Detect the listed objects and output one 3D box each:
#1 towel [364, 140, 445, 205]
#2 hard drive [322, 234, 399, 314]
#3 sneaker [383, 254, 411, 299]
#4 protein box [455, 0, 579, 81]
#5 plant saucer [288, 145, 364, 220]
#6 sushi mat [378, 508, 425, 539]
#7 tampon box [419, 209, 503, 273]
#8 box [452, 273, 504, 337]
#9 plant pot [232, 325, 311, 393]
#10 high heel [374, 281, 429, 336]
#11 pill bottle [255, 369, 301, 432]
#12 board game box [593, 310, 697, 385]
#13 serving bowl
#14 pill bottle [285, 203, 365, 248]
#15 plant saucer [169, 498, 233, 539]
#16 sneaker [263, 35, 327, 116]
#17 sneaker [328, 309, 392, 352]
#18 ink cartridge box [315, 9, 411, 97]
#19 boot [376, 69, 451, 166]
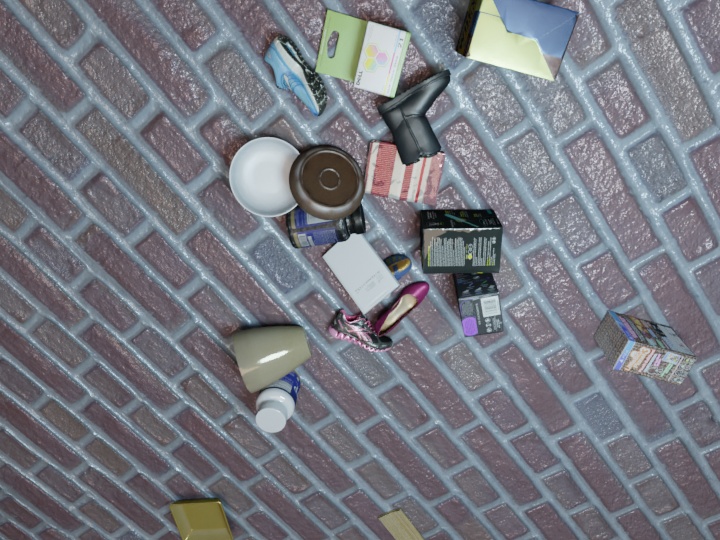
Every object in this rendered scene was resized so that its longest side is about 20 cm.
[{"bbox_3d":[0.113,-0.254,1.394,0.198,0.023,0.145,10,116,0],"label":"towel"},{"bbox_3d":[0.000,0.000,1.468,0.132,0.027,0.201,-41,79,20],"label":"hard drive"},{"bbox_3d":[0.071,0.031,1.512,0.199,0.076,0.088,-31,123,22],"label":"sneaker"},{"bbox_3d":[0.329,-0.514,1.158,0.197,0.200,0.136,14,116,-3],"label":"protein box"},{"bbox_3d":[-0.080,-0.227,1.346,0.198,0.032,0.202,3,78,-16],"label":"plant saucer"},{"bbox_3d":[0.154,0.955,1.963,0.095,0.012,0.201,-28,110,16],"label":"sushi mat"},{"bbox_3d":[0.257,-0.077,1.396,0.198,0.150,0.127,0,115,4],"label":"tampon box"},{"bbox_3d":[0.312,0.073,1.435,0.105,0.200,0.123,-10,115,8],"label":"box"},{"bbox_3d":[-0.251,0.241,1.577,0.198,0.188,0.189,-17,114,-3],"label":"plant pot"},{"bbox_3d":[0.122,0.115,1.524,0.067,0.096,0.200,40,111,-14],"label":"high heel"},{"bbox_3d":[-0.253,0.389,1.620,0.118,0.200,0.121,2,116,3],"label":"pill bottle"},{"bbox_3d":[0.791,0.214,1.493,0.198,0.160,0.098,15,116,-2],"label":"board game box"},{"bbox_3d":[-0.237,-0.242,1.385,0.198,0.066,0.202,-2,100,-8],"label":"serving bowl"},{"bbox_3d":[-0.090,-0.126,1.417,0.198,0.112,0.113,-8,115,7],"label":"pill bottle"},{"bbox_3d":[-0.580,0.915,1.973,0.198,0.049,0.202,-5,115,7],"label":"plant saucer"},{"bbox_3d":[-0.158,-0.462,1.299,0.090,0.079,0.201,-26,108,34],"label":"sneaker"},{"bbox_3d":[0.010,0.174,1.580,0.198,0.079,0.096,19,104,-7],"label":"sneaker"},{"bbox_3d":[0.002,-0.507,1.250,0.198,0.076,0.149,13,115,-6],"label":"ink cartridge box"},{"bbox_3d":[0.158,-0.366,1.295,0.199,0.076,0.169,-28,104,12],"label":"boot"}]
